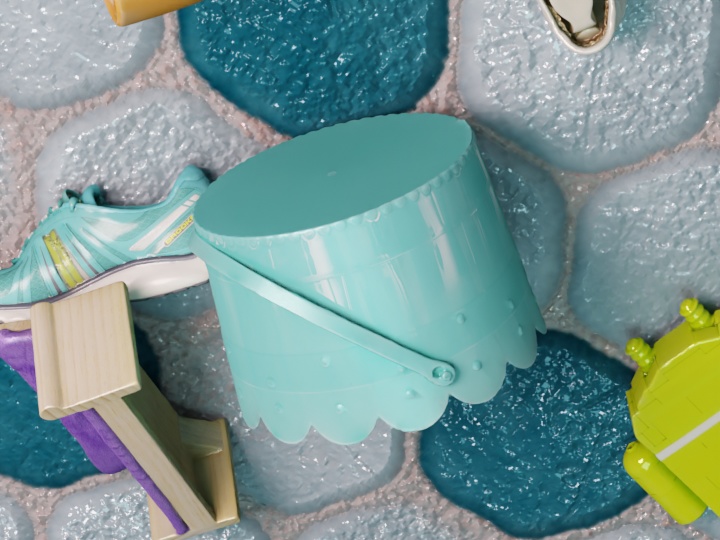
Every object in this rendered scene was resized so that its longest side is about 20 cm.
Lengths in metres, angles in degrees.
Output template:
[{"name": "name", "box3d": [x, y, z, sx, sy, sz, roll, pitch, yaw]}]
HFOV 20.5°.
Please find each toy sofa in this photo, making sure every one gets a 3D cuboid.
[{"name": "toy sofa", "box3d": [-0.156, 0.101, 1.278, 0.098, 0.083, 0.200, -18, 144, 7]}]

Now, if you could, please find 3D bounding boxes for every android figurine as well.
[{"name": "android figurine", "box3d": [0.261, 0.099, 1.340, 0.182, 0.041, 0.200, -40, 112, 21]}]

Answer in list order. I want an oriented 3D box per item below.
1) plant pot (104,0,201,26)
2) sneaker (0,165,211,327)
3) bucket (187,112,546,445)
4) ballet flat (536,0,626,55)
[{"name": "plant pot", "box3d": [-0.073, -0.253, 1.072, 0.183, 0.200, 0.200, -18, 119, -8]}, {"name": "sneaker", "box3d": [-0.180, -0.013, 1.276, 0.200, 0.078, 0.080, -16, 99, 4]}, {"name": "bucket", "box3d": [0.000, 0.000, 1.201, 0.207, 0.207, 0.135, -15, 111, 9]}, {"name": "ballet flat", "box3d": [0.106, -0.211, 1.153, 0.069, 0.069, 0.200, -22, 117, 12]}]
